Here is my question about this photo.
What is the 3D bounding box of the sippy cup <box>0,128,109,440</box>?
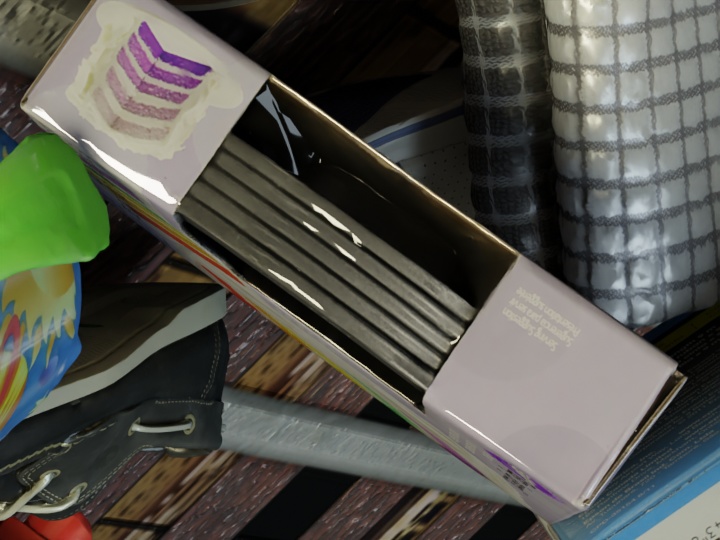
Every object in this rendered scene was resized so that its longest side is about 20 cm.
[{"bbox_3d":[-0.146,0.014,0.758,0.130,0.177,0.141,-29,130,-52],"label":"sippy cup"}]

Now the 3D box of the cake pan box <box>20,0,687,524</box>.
[{"bbox_3d":[0.000,0.000,0.809,0.052,0.184,0.200,-56,177,-4],"label":"cake pan box"}]

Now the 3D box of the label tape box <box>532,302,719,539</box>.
[{"bbox_3d":[0.127,0.056,0.961,0.144,0.063,0.200,-34,-169,0],"label":"label tape box"}]

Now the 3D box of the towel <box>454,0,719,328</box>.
[{"bbox_3d":[0.111,-0.084,0.945,0.199,0.085,0.167,-22,111,-45],"label":"towel"}]

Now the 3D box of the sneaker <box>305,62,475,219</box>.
[{"bbox_3d":[0.048,-0.016,0.993,0.199,0.080,0.116,-20,106,-41],"label":"sneaker"}]

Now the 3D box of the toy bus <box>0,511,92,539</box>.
[{"bbox_3d":[-0.170,0.140,0.961,0.192,0.135,0.200,-48,158,-17],"label":"toy bus"}]

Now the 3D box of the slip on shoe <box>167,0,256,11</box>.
[{"bbox_3d":[0.001,-0.147,0.769,0.200,0.076,0.061,-41,-156,25],"label":"slip on shoe"}]

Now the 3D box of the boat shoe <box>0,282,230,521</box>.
[{"bbox_3d":[-0.100,0.051,0.906,0.200,0.071,0.068,-20,113,-62],"label":"boat shoe"}]
